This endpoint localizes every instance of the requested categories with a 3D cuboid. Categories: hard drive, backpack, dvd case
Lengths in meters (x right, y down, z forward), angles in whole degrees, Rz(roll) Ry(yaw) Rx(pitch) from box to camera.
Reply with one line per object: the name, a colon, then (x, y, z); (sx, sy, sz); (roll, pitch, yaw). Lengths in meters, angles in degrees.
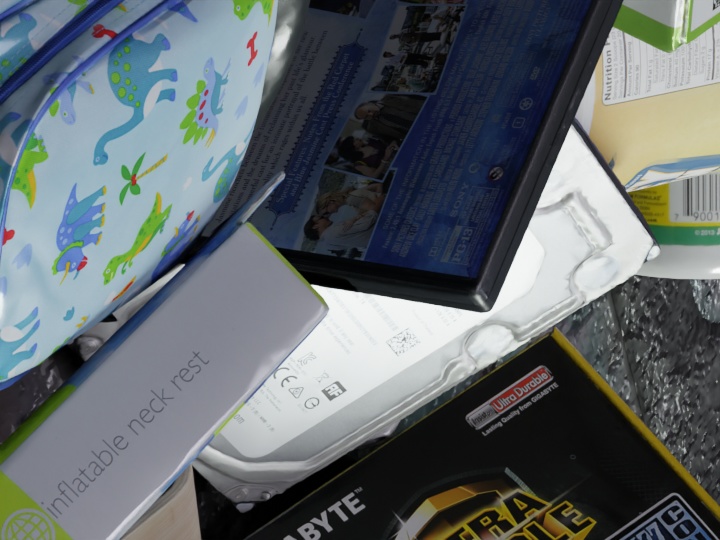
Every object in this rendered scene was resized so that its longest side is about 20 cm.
hard drive: (0.000, 0.000, 0.994); (0.200, 0.038, 0.140); (-32, 135, 7)
backpack: (-0.104, -0.054, 0.797); (0.200, 0.154, 0.163); (-21, 147, -37)
dvd case: (-0.013, -0.061, 0.937); (0.018, 0.200, 0.143); (47, 59, -48)

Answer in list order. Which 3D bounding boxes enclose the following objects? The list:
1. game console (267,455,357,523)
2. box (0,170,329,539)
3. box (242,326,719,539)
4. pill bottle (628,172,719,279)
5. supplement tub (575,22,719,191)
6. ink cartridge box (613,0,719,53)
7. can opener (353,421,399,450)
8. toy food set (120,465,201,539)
game console: (0.032, 0.197, 1.115); (0.116, 0.176, 0.200); (72, 35, -73)
box: (-0.091, 0.064, 0.839); (0.048, 0.122, 0.200); (45, 60, -2)
box: (0.053, 0.137, 1.054); (0.200, 0.160, 0.049); (-32, 161, -26)
pill bottle: (0.162, -0.103, 1.239); (0.113, 0.113, 0.200); (-15, 107, -51)
supplement tub: (0.088, -0.101, 1.080); (0.200, 0.145, 0.145); (-13, 107, -29)
ink cartridge box: (0.081, -0.198, 0.915); (0.076, 0.148, 0.200); (-35, 142, -36)
can opener: (0.025, -0.007, 1.119); (0.200, 0.053, 0.067); (-57, 139, -31)
toy food set: (-0.125, 0.165, 0.953); (0.200, 0.060, 0.144); (-37, 134, -42)
